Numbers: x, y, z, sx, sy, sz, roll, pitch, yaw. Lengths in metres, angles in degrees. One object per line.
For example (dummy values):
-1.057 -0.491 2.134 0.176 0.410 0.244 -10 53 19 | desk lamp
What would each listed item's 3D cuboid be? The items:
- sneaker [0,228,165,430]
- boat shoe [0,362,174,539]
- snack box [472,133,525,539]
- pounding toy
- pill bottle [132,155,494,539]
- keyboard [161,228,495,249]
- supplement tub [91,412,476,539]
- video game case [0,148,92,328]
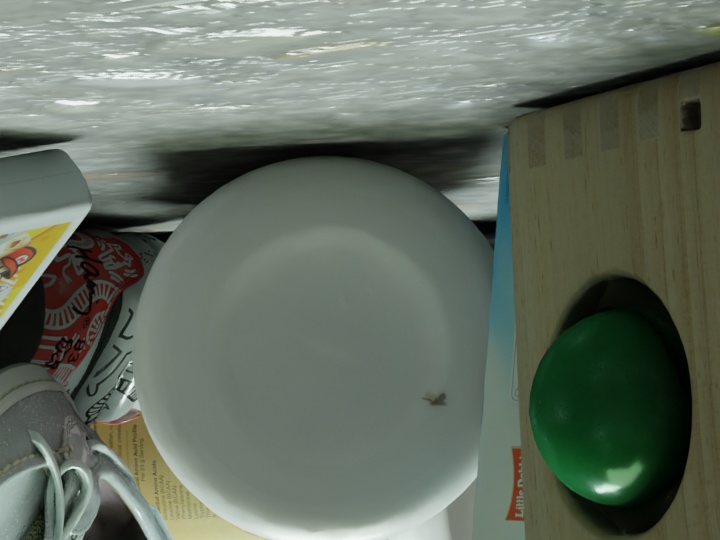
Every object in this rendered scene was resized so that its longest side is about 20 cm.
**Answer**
-0.136 0.060 0.997 0.108 0.067 0.202 -5 142 -46 | sneaker
-0.098 0.083 0.902 0.065 0.074 0.202 41 174 15 | boat shoe
0.090 0.040 0.839 0.037 0.117 0.200 -1 167 26 | snack box
0.122 0.045 0.692 0.199 0.185 0.142 0 174 -30 | pounding toy
-0.012 0.030 0.880 0.109 0.110 0.200 -2 176 -2 | pill bottle
0.000 0.000 1.079 0.199 0.021 0.127 -1 175 -6 | keyboard
-0.055 0.076 1.204 0.199 0.145 0.145 -3 175 11 | supplement tub
-0.187 0.043 0.764 0.182 0.023 0.200 -12 154 -42 | video game case
